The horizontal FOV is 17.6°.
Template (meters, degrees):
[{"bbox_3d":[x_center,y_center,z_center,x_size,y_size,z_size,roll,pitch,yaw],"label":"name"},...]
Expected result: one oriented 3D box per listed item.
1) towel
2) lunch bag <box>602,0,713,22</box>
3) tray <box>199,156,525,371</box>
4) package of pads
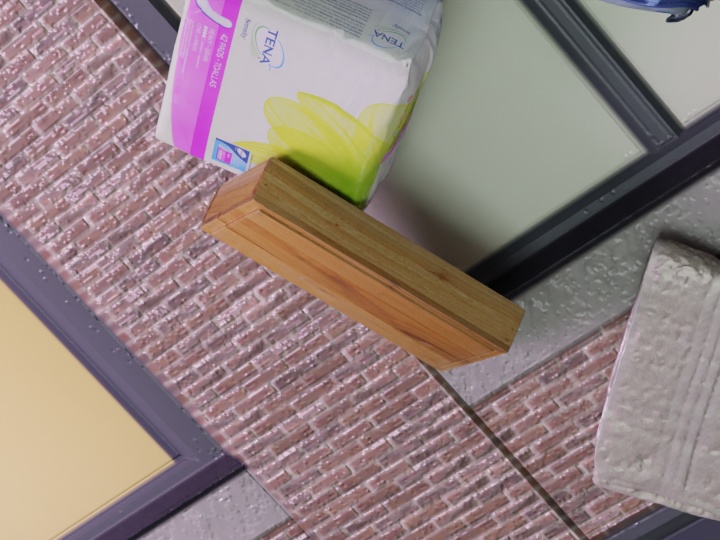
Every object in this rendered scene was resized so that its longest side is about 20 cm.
[{"bbox_3d":[0.235,0.078,1.558,0.132,0.035,0.201,16,123,4],"label":"towel"},{"bbox_3d":[0.116,-0.206,1.340,0.198,0.161,0.083,17,102,5],"label":"lunch bag"},{"bbox_3d":[0.000,0.000,1.525,0.199,0.037,0.099,30,160,-17],"label":"tray"},{"bbox_3d":[-0.039,-0.122,1.452,0.154,0.069,0.200,23,149,2],"label":"package of pads"}]
